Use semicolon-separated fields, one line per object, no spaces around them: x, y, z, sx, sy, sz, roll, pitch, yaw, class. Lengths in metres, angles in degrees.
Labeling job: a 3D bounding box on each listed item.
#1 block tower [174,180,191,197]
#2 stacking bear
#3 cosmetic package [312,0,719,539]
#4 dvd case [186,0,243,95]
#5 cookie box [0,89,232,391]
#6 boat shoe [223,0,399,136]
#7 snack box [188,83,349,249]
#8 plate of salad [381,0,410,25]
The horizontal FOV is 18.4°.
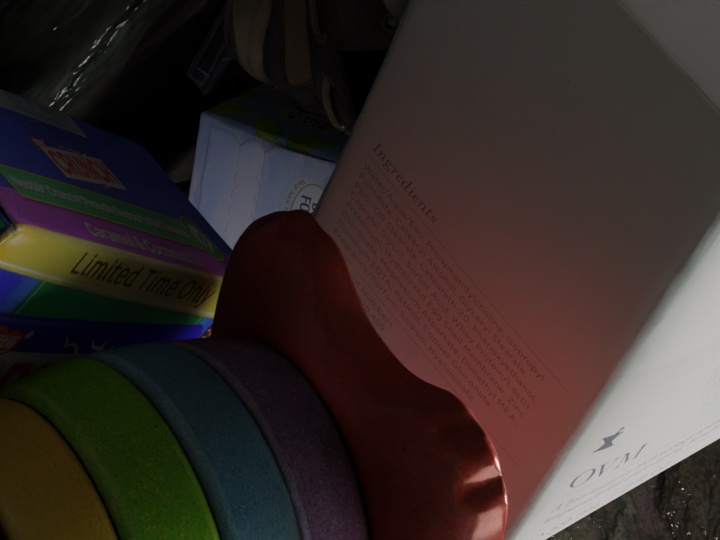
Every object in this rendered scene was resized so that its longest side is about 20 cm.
-0.073;-0.008;0.883;0.058;0.054;0.200;-5;-175;21;block tower
-0.082;0.077;0.576;0.200;0.121;0.114;-17;142;-31;stacking bear
0.108;-0.042;0.676;0.199;0.123;0.200;-25;153;-35;cosmetic package
0.025;-0.156;0.853;0.200;0.016;0.149;-40;173;-37;dvd case
-0.144;0.043;0.645;0.200;0.075;0.171;-46;161;10;cookie box
0.007;-0.108;0.697;0.074;0.073;0.200;-41;164;-20;boat shoe
0.000;0.000;0.870;0.200;0.068;0.169;-33;139;-57;snack box
0.067;-0.154;0.639;0.200;0.048;0.200;-38;143;-37;plate of salad
